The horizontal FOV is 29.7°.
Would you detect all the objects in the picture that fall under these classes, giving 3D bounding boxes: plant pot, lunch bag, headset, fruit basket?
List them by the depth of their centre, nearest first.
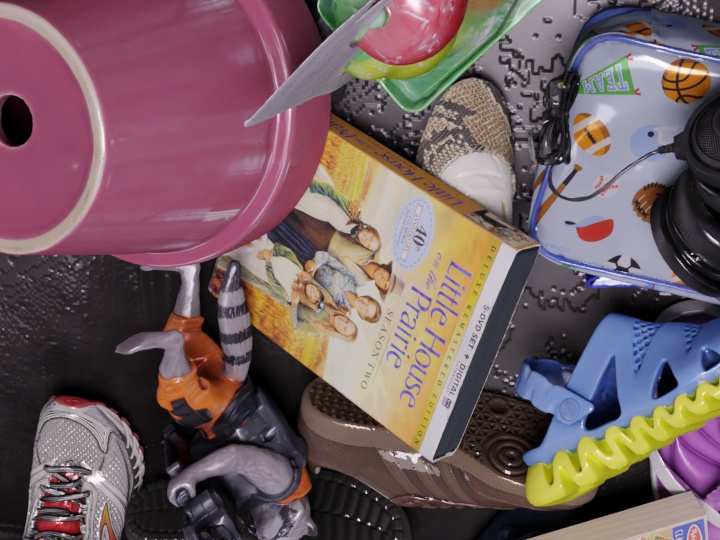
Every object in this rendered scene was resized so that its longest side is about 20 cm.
[{"bbox_3d":[0.190,-0.053,0.700,0.199,0.094,0.124,10,142,1],"label":"headset"},{"bbox_3d":[0.031,-0.154,0.706,0.185,0.200,0.094,-41,84,24],"label":"fruit basket"},{"bbox_3d":[-0.142,-0.089,0.754,0.199,0.179,0.201,7,106,25],"label":"plant pot"},{"bbox_3d":[0.194,-0.057,0.780,0.199,0.076,0.161,14,116,5],"label":"lunch bag"}]

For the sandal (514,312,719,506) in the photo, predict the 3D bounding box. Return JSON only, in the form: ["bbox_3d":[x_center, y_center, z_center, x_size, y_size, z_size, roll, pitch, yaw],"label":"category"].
[{"bbox_3d":[0.163,0.061,0.787,0.200,0.079,0.087,-34,71,25],"label":"sandal"}]

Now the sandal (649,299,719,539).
[{"bbox_3d":[0.219,0.117,0.857,0.082,0.050,0.203,-13,109,17],"label":"sandal"}]

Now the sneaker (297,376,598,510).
[{"bbox_3d":[0.056,0.122,0.896,0.199,0.071,0.076,17,133,8],"label":"sneaker"}]

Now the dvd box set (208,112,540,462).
[{"bbox_3d":[0.000,0.000,0.815,0.200,0.029,0.147,36,119,29],"label":"dvd box set"}]

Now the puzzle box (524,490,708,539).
[{"bbox_3d":[0.165,0.241,0.885,0.133,0.025,0.201,-16,123,-5],"label":"puzzle box"}]

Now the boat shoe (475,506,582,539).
[{"bbox_3d":[0.081,0.228,0.920,0.084,0.069,0.201,22,115,2],"label":"boat shoe"}]

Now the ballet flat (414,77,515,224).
[{"bbox_3d":[0.057,-0.012,0.823,0.068,0.075,0.201,7,115,-20],"label":"ballet flat"}]

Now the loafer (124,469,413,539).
[{"bbox_3d":[-0.060,0.183,0.940,0.199,0.073,0.071,4,140,13],"label":"loafer"}]

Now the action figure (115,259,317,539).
[{"bbox_3d":[-0.079,0.102,0.839,0.104,0.200,0.194,-26,115,-2],"label":"action figure"}]

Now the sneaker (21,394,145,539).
[{"bbox_3d":[-0.199,0.180,0.953,0.078,0.082,0.201,7,112,9],"label":"sneaker"}]

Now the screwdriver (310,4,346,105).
[{"bbox_3d":[-0.011,-0.193,0.793,0.029,0.028,0.201,0,114,-21],"label":"screwdriver"}]
